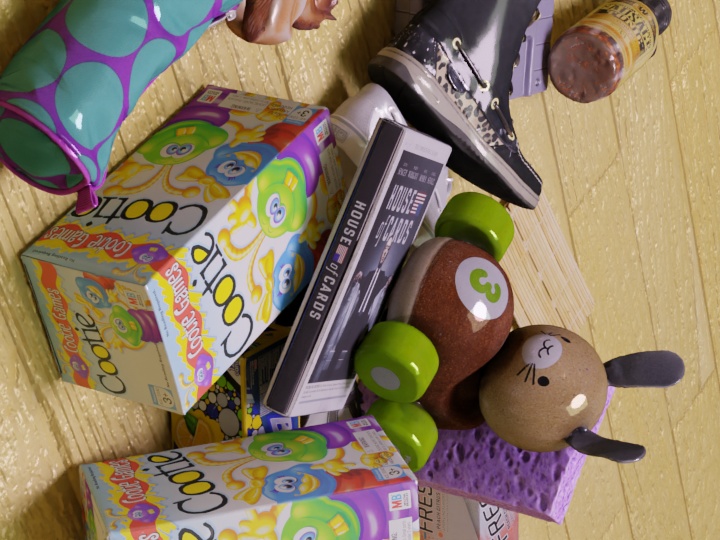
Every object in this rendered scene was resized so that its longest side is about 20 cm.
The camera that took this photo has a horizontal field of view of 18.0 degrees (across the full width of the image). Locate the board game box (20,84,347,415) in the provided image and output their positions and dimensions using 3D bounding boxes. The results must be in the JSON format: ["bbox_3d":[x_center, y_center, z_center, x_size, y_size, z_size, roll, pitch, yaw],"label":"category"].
[{"bbox_3d":[-0.105,-0.017,1.453,0.200,0.103,0.105,-47,137,-38],"label":"board game box"}]

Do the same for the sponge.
[{"bbox_3d":[0.082,0.114,1.698,0.030,0.199,0.112,41,66,-52],"label":"sponge"}]

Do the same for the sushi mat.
[{"bbox_3d":[0.152,0.005,1.938,0.096,0.012,0.200,-58,143,-24],"label":"sushi mat"}]

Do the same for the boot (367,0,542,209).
[{"bbox_3d":[0.105,-0.151,1.689,0.204,0.073,0.154,43,75,-43],"label":"boot"}]

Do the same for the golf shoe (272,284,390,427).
[{"bbox_3d":[-0.040,0.077,1.632,0.094,0.078,0.201,24,79,-39],"label":"golf shoe"}]

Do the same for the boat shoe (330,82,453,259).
[{"bbox_3d":[0.034,-0.062,1.681,0.069,0.072,0.200,-48,131,-11],"label":"boat shoe"}]

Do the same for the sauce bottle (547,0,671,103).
[{"bbox_3d":[0.214,-0.194,1.902,0.200,0.066,0.066,-44,137,-60],"label":"sauce bottle"}]

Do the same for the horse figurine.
[{"bbox_3d":[-0.051,-0.198,1.493,0.200,0.050,0.133,-62,165,-62],"label":"horse figurine"}]

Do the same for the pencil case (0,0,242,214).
[{"bbox_3d":[-0.143,-0.136,1.368,0.092,0.085,0.200,46,59,-19],"label":"pencil case"}]

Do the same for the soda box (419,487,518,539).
[{"bbox_3d":[0.085,0.164,1.839,0.064,0.068,0.201,-33,128,-48],"label":"soda box"}]

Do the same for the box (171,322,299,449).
[{"bbox_3d":[-0.085,0.135,1.569,0.064,0.070,0.201,-25,121,-50],"label":"box"}]

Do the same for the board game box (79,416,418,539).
[{"bbox_3d":[-0.071,0.175,1.471,0.199,0.105,0.104,-9,112,-15],"label":"board game box"}]

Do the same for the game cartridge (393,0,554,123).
[{"bbox_3d":[0.091,-0.190,1.760,0.200,0.038,0.130,-19,121,-53],"label":"game cartridge"}]

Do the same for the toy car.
[{"bbox_3d":[0.119,0.067,1.593,0.158,0.199,0.165,88,27,-48],"label":"toy car"}]

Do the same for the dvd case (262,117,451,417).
[{"bbox_3d":[0.000,0.000,1.516,0.201,0.025,0.150,-67,167,4],"label":"dvd case"}]
